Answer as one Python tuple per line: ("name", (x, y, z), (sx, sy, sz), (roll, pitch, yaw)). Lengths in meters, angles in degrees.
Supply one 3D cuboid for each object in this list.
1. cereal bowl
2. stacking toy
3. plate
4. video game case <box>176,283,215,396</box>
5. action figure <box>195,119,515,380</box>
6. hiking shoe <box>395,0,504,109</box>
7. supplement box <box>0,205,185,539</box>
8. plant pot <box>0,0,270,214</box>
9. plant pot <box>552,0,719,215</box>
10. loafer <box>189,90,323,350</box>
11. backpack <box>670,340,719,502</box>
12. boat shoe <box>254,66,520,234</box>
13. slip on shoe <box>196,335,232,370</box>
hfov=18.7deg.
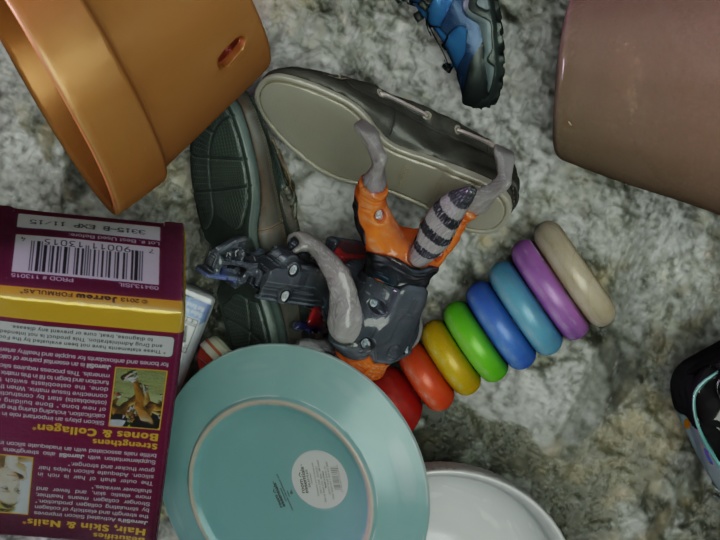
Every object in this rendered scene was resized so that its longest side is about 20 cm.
("cereal bowl", (0.051, 0.228, 1.553), (0.198, 0.083, 0.202), (-1, 99, -8))
("stacking toy", (0.078, 0.054, 1.539), (0.199, 0.085, 0.086), (-36, 102, 6))
("plate", (-0.050, 0.148, 1.466), (0.199, 0.026, 0.202), (6, 107, 21))
("video game case", (-0.225, 0.066, 1.521), (0.199, 0.022, 0.184), (21, 95, -11))
("action figure", (0.000, 0.000, 1.454), (0.199, 0.105, 0.195), (0, 124, -38))
("hiking shoe", (0.045, -0.203, 1.500), (0.086, 0.074, 0.202), (-15, 91, 2))
("supplement box", (-0.186, 0.071, 1.427), (0.130, 0.104, 0.201), (6, 124, -9))
("plant pot", (-0.150, -0.156, 1.415), (0.139, 0.200, 0.201), (-30, 102, -10))
("plant pot", (0.223, -0.125, 1.488), (0.173, 0.200, 0.202), (6, 98, 10))
("loafer", (-0.070, -0.031, 1.515), (0.063, 0.072, 0.202), (-19, 107, -39))
("backpack", (0.329, 0.120, 1.540), (0.175, 0.153, 0.201), (-31, 92, 0))
("boat shoe", (0.020, -0.091, 1.522), (0.199, 0.057, 0.067), (27, 130, -7))
("slip on shoe", (-0.089, 0.145, 1.525), (0.061, 0.074, 0.202), (-14, 105, -17))
